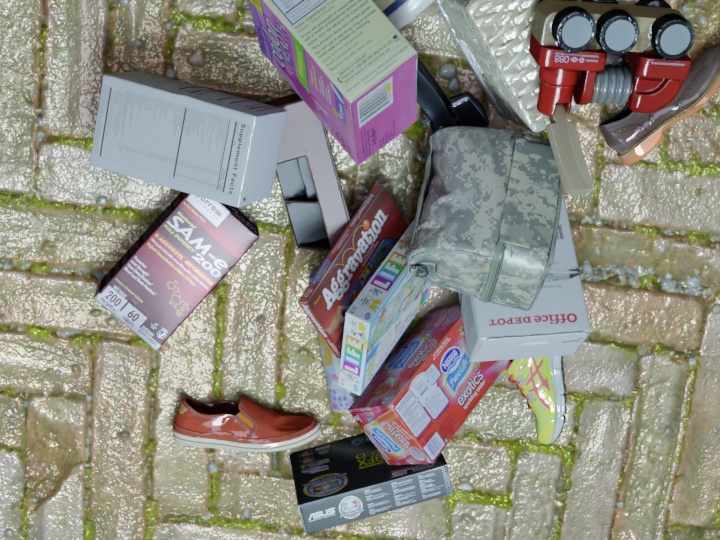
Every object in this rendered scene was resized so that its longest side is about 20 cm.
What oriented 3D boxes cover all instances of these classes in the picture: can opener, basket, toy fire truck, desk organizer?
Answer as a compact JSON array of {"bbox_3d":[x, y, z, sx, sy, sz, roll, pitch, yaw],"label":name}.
[{"bbox_3d":[0.083,-0.222,1.538,0.078,0.064,0.200,-37,137,13],"label":"can opener"},{"bbox_3d":[0.223,-0.302,1.524,0.199,0.161,0.199,-31,108,4],"label":"basket"},{"bbox_3d":[0.278,-0.201,1.424,0.174,0.129,0.202,2,118,-9],"label":"toy fire truck"},{"bbox_3d":[-0.067,-0.121,1.581,0.076,0.072,0.202,-15,107,-1],"label":"desk organizer"}]

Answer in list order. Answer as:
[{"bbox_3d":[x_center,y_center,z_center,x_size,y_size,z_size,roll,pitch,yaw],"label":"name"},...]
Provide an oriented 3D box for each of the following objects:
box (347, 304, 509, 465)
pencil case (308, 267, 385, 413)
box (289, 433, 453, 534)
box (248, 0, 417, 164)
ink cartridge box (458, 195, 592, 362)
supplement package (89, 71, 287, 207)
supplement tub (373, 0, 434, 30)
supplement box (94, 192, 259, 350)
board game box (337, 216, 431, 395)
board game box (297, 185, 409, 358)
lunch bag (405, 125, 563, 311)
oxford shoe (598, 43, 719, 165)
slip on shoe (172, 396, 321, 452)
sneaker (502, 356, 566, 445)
[{"bbox_3d":[0.090,0.146,1.615,0.100,0.095,0.200,53,56,-17],"label":"box"},{"bbox_3d":[-0.012,0.086,1.640,0.090,0.083,0.203,-19,109,-33],"label":"pencil case"},{"bbox_3d":[0.011,0.267,1.653,0.198,0.160,0.045,-15,107,-3],"label":"box"},{"bbox_3d":[-0.031,-0.252,1.435,0.096,0.176,0.201,-36,75,-9],"label":"box"},{"bbox_3d":[0.198,0.006,1.590,0.143,0.084,0.202,-4,65,-7],"label":"ink cartridge box"},{"bbox_3d":[-0.204,-0.158,1.493,0.198,0.109,0.115,17,105,13],"label":"supplement package"},{"bbox_3d":[0.013,-0.390,1.471,0.145,0.145,0.201,-39,100,4],"label":"supplement tub"},{"bbox_3d":[-0.233,-0.010,1.593,0.109,0.061,0.200,41,96,-16],"label":"supplement box"},{"bbox_3d":[0.037,0.040,1.559,0.034,0.200,0.135,23,138,16],"label":"board game box"},{"bbox_3d":[0.000,0.000,1.567,0.103,0.019,0.201,55,54,-33],"label":"board game box"},{"bbox_3d":[0.148,-0.070,1.498,0.166,0.140,0.202,13,64,1],"label":"lunch bag"},{"bbox_3d":[0.396,-0.228,1.616,0.200,0.071,0.073,-44,102,6],"label":"oxford shoe"},{"bbox_3d":[-0.150,0.201,1.661,0.197,0.074,0.062,4,102,-4],"label":"slip on shoe"},{"bbox_3d":[0.231,0.140,1.699,0.089,0.078,0.203,-6,101,2],"label":"sneaker"}]
